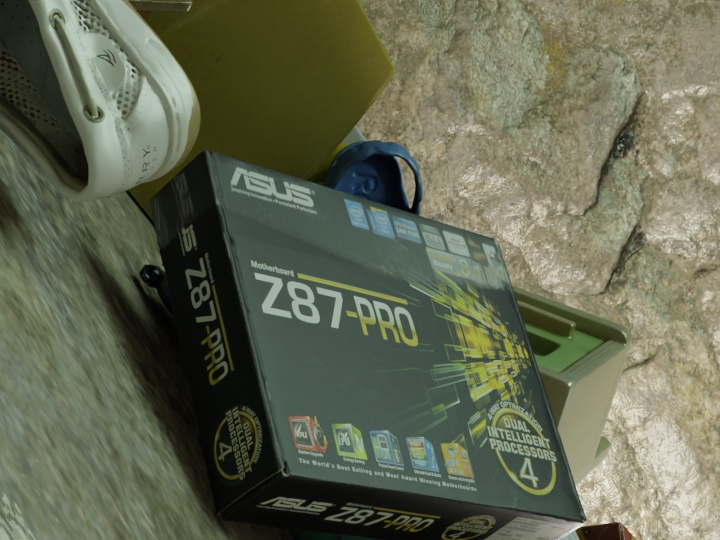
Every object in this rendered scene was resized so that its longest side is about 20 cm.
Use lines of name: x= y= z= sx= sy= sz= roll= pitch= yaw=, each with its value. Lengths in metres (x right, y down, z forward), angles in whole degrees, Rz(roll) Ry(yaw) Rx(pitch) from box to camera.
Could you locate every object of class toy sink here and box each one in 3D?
toy sink: x=0.102 y=0.078 z=1.152 sx=0.130 sy=0.112 sz=0.200 roll=22 pitch=16 yaw=21

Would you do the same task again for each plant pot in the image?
plant pot: x=-0.096 y=-0.155 z=1.044 sx=0.200 sy=0.176 sz=0.200 roll=61 pitch=2 yaw=39

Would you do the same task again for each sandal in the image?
sandal: x=0.000 y=0.000 z=1.031 sx=0.087 sy=0.079 sz=0.201 roll=130 pitch=-37 yaw=-63

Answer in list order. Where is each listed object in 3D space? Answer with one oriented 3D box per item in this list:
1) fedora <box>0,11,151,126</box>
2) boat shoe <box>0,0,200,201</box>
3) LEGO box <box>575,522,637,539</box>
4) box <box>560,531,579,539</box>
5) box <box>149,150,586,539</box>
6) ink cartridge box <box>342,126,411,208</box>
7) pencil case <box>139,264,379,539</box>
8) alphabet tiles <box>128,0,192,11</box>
fedora: x=-0.153 y=-0.149 z=0.810 sx=0.201 sy=0.082 sz=0.201 roll=59 pitch=2 yaw=-4
boat shoe: x=-0.145 y=-0.108 z=0.622 sx=0.200 sy=0.071 sz=0.069 roll=46 pitch=37 yaw=5
LEGO box: x=0.153 y=0.274 z=1.050 sx=0.149 sy=0.077 sz=0.201 roll=47 pitch=36 yaw=-59
box: x=0.073 y=0.180 z=0.945 sx=0.113 sy=0.101 sz=0.200 roll=52 pitch=13 yaw=-41
box: x=0.006 y=0.043 z=0.770 sx=0.200 sy=0.049 sz=0.162 roll=16 pitch=47 yaw=-42
ink cartridge box: x=-0.012 y=-0.008 z=1.469 sx=0.145 sy=0.144 sz=0.200 roll=58 pitch=2 yaw=-40
pencil case: x=-0.024 y=0.066 z=0.832 sx=0.200 sy=0.085 sz=0.092 roll=59 pitch=-11 yaw=9
alphabet tiles: x=-0.156 y=-0.186 z=0.752 sx=0.167 sy=0.008 sz=0.200 roll=-5 pitch=53 yaw=-37
